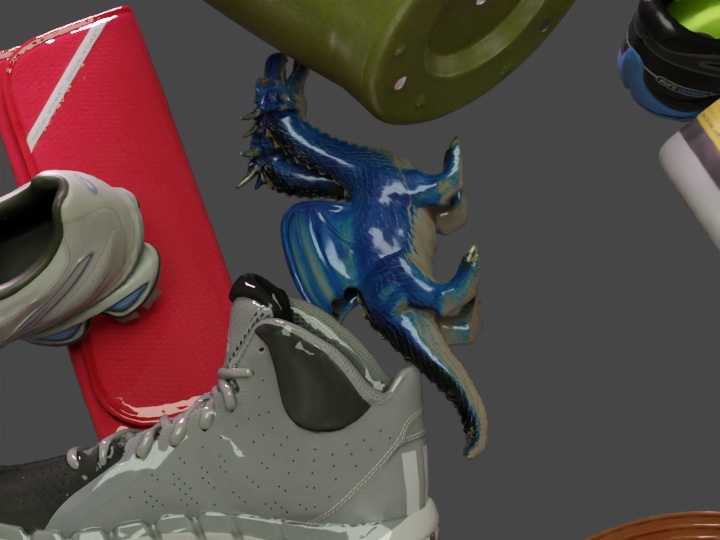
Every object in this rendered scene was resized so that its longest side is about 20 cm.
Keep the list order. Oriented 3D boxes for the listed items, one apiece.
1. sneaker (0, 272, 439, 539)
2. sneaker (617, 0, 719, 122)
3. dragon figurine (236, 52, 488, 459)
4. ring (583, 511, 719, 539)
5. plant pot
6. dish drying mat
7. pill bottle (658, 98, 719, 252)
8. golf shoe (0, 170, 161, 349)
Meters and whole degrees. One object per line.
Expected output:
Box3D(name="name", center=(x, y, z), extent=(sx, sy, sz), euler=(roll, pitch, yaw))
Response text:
Box3D(name="sneaker", center=(-0.067, 0.057, 0.953), extent=(0.198, 0.075, 0.116), euler=(1, 101, 5))
Box3D(name="sneaker", center=(0.200, -0.137, 1.036), extent=(0.199, 0.083, 0.071), euler=(-32, 68, -10))
Box3D(name="dragon figurine", center=(0.000, 0.000, 1.006), extent=(0.099, 0.059, 0.201), euler=(-8, 65, 1))
Box3D(name="ring", center=(0.112, 0.176, 0.898), extent=(0.199, 0.019, 0.201), euler=(-16, 49, 20))
Box3D(name="plant pot", center=(-0.005, -0.170, 1.000), extent=(0.200, 0.201, 0.193), euler=(-37, 66, -11))
Box3D(name="dish drying mat", center=(-0.106, -0.021, 1.047), extent=(0.076, 0.018, 0.201), euler=(-19, 66, -4))
Box3D(name="pill bottle", center=(0.228, -0.064, 0.957), extent=(0.200, 0.111, 0.112), euler=(-37, 67, 10))
Box3D(name="golf shoe", center=(-0.182, 0.019, 0.986), extent=(0.199, 0.097, 0.078), euler=(-36, 67, 1))
